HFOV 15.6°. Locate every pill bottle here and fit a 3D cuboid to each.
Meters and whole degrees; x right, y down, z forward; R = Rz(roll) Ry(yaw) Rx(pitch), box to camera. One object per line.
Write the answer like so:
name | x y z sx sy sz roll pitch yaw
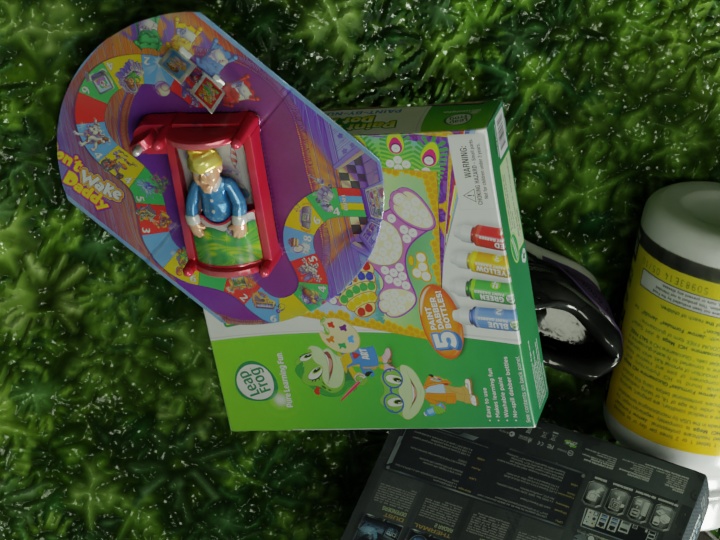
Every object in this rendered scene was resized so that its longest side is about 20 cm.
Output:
pill bottle | 0.214 0.055 1.640 0.112 0.113 0.201 3 113 -17

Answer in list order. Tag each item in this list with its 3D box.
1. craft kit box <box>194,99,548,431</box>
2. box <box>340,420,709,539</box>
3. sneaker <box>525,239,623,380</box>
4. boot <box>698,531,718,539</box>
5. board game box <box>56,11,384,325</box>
craft kit box | 0.000 0.000 1.545 0.196 0.049 0.201 -1 118 21
box | 0.094 0.170 1.591 0.199 0.158 0.051 16 152 17
sneaker | 0.075 0.008 1.593 0.199 0.088 0.076 19 108 -22
boot | 0.257 0.255 1.694 0.181 0.200 0.073 36 102 -26
board game box | -0.088 -0.046 1.497 0.200 0.039 0.158 39 123 -6
